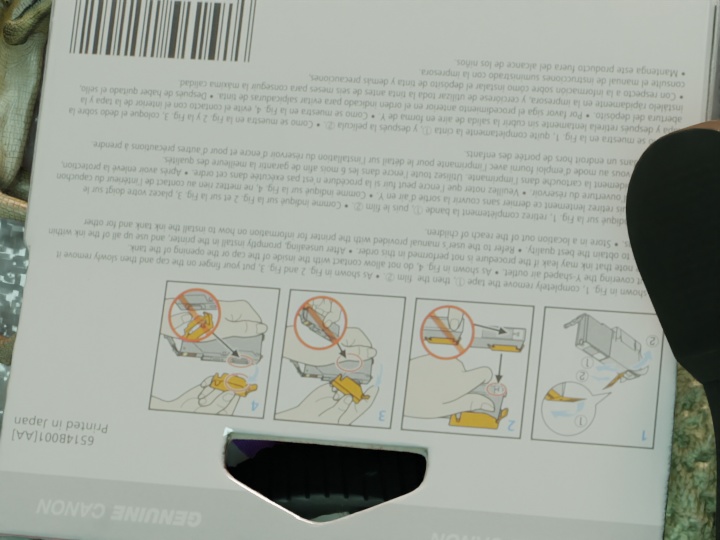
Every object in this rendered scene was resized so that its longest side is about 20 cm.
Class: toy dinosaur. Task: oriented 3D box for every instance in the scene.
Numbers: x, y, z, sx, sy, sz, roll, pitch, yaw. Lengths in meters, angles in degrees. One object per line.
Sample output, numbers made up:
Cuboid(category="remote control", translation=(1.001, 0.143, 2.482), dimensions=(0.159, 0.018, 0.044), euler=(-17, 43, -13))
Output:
Cuboid(category="toy dinosaur", translation=(-0.149, -0.012, 0.875), dimensions=(0.200, 0.058, 0.101), euler=(-41, 73, 8))

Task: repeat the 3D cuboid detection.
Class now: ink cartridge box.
Cuboid(category="ink cartridge box", translation=(0.000, 0.000, 0.767), dimensions=(0.198, 0.045, 0.178), euler=(4, 78, 13))

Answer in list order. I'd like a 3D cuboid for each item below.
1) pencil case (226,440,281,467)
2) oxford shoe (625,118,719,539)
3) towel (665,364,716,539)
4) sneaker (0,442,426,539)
Cuboid(category="pencil case", translation=(-0.073, 0.056, 0.851), dimensions=(0.085, 0.084, 0.201), euler=(24, 93, 41))
Cuboid(category="oxford shoe", translation=(0.135, 0.050, 0.719), dimensions=(0.071, 0.071, 0.201), euler=(-8, 100, 40))
Cuboid(category="towel", translation=(0.034, 0.097, 0.822), dimensions=(0.147, 0.036, 0.201), euler=(18, 84, 19))
Cuboid(category="sneaker", translation=(-0.020, 0.100, 0.788), dimensions=(0.198, 0.074, 0.089), euler=(-8, 102, 5))
